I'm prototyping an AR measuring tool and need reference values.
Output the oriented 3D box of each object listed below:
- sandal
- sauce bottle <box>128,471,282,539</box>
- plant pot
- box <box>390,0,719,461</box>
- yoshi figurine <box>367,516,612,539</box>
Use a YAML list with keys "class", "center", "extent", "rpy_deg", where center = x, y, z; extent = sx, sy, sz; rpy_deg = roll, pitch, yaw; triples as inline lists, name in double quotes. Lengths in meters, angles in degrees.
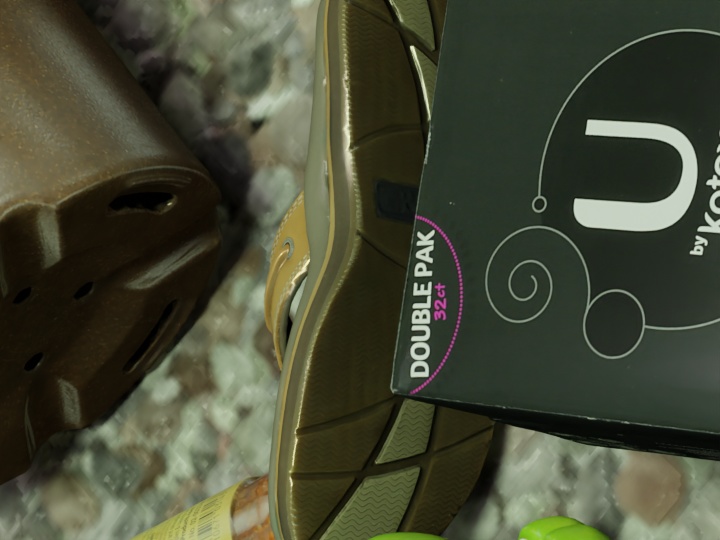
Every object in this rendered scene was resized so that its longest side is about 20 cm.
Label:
- class: "sandal"
  center: [0.000, 0.000, 0.895]
  extent: [0.054, 0.080, 0.201]
  rpy_deg: [-17, 64, 47]
- class: "sauce bottle"
  center: [-0.086, 0.126, 0.924]
  extent: [0.199, 0.066, 0.066]
  rpy_deg: [-26, 67, 24]
- class: "plant pot"
  center: [-0.161, -0.043, 0.937]
  extent: [0.200, 0.200, 0.198]
  rpy_deg: [-49, 67, 13]
- class: "box"
  center: [0.112, -0.051, 0.773]
  extent: [0.148, 0.124, 0.201]
  rpy_deg: [5, 84, 32]
- class: "yoshi figurine"
  center: [0.010, 0.160, 0.835]
  extent: [0.112, 0.112, 0.201]
  rpy_deg: [15, 85, 39]
